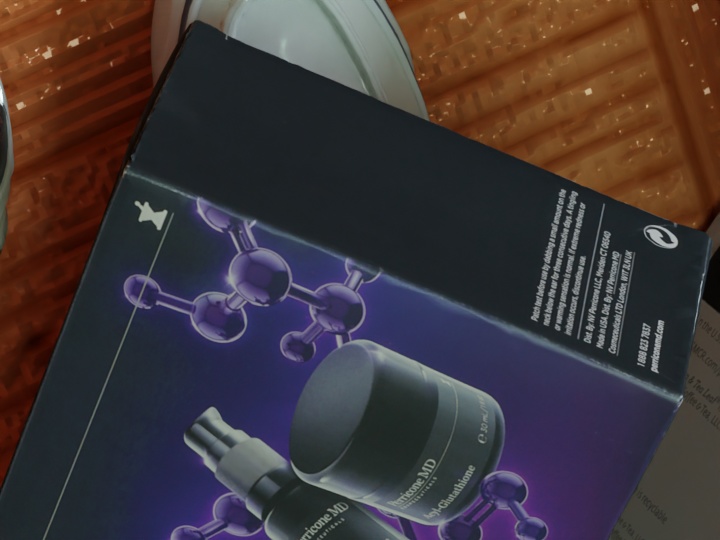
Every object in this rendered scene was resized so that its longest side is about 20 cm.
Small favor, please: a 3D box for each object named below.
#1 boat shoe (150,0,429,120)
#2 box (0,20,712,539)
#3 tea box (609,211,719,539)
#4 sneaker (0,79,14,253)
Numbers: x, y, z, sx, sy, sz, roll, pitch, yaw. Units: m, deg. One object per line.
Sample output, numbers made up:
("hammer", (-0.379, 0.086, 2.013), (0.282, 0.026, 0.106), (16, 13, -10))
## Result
("boat shoe", (0.000, 0.000, 0.785), (0.073, 0.065, 0.201), (-24, 117, -9))
("box", (-0.018, 0.059, 0.741), (0.141, 0.079, 0.200), (23, 124, -1))
("tea box", (0.187, 0.089, 0.811), (0.196, 0.200, 0.134), (30, 99, -26))
("sneaker", (-0.182, -0.030, 0.713), (0.199, 0.077, 0.085), (-11, 109, -26))
